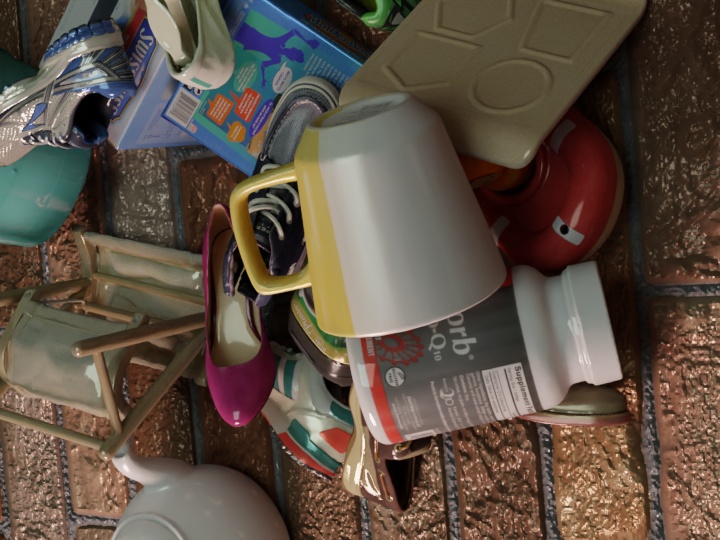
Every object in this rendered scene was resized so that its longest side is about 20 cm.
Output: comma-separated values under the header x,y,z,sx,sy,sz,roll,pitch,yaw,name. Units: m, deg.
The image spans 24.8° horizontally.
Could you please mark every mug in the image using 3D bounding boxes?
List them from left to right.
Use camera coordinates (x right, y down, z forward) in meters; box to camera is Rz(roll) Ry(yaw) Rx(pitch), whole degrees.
x,y,z,sx,sy,sz,roll,pitch,yaw,name
0.003,-0.043,1.226,0.149,0.186,0.154,-134,27,-72,mug

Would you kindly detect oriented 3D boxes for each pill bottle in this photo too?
x,y,z,sx,sy,sz,roll,pitch,yaw,name
0.097,0.060,1.278,0.199,0.116,0.116,-14,86,9,pill bottle

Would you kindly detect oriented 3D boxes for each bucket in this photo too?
x,y,z,sx,sy,sz,roll,pitch,yaw,name
-0.373,-0.123,1.642,0.207,0.135,0.208,-18,65,44,bucket

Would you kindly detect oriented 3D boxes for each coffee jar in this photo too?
x,y,z,sx,sy,sz,roll,pitch,yaw,name
0.000,0.000,1.405,0.104,0.085,0.200,52,140,35,coffee jar

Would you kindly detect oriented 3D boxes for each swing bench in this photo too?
x,y,z,sx,sy,sz,roll,pitch,yaw,name
-0.256,0.062,1.580,0.198,0.200,0.130,12,123,37,swing bench

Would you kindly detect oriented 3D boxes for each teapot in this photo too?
x,y,z,sx,sy,sz,roll,pitch,yaw,name
-0.170,0.287,1.555,0.200,0.146,0.198,40,117,26,teapot

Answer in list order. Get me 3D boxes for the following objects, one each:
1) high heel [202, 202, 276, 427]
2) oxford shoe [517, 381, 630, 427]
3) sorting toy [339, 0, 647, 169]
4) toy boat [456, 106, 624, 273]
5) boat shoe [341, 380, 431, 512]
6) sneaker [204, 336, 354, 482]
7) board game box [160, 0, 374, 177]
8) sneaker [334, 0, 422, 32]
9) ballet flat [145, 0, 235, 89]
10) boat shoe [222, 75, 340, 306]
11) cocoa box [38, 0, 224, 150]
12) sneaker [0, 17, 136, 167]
x,y,z,sx,sy,sz,roll,pitch,yaw,name
-0.121,0.039,1.472,0.067,0.096,0.200,-14,51,8,high heel
0.136,0.077,1.352,0.200,0.070,0.075,17,102,34,oxford shoe
0.107,-0.170,1.305,0.185,0.200,0.037,19,149,33,sorting toy
0.112,-0.085,1.314,0.200,0.131,0.131,44,118,26,toy boat
0.034,0.132,1.414,0.072,0.072,0.200,31,131,25,boat shoe
-0.060,0.099,1.514,0.093,0.070,0.200,-45,58,4,sneaker
-0.055,-0.145,1.440,0.200,0.045,0.152,35,116,1,board game box
-0.013,-0.283,1.418,0.200,0.085,0.078,47,120,24,sneaker
-0.162,-0.248,1.381,0.069,0.069,0.201,-24,83,36,ballet flat
-0.065,-0.062,1.399,0.074,0.093,0.201,17,116,9,boat shoe
-0.178,-0.228,1.516,0.131,0.133,0.200,45,119,23,cocoa box
-0.273,-0.139,1.472,0.200,0.077,0.085,-36,80,37,sneaker
